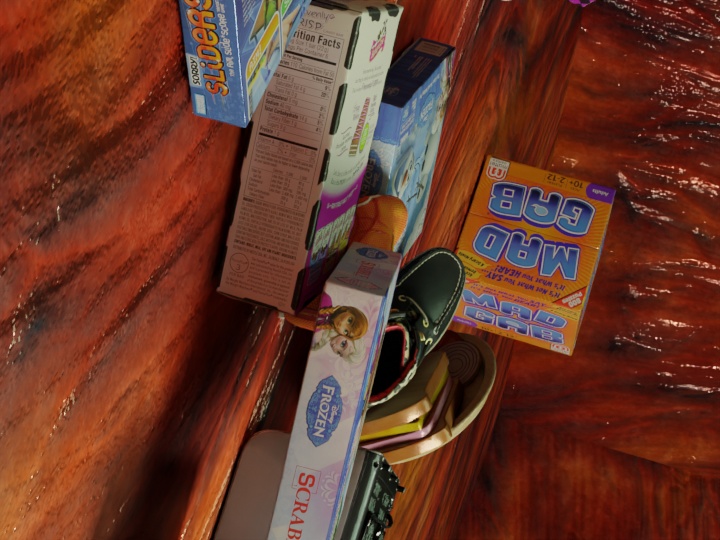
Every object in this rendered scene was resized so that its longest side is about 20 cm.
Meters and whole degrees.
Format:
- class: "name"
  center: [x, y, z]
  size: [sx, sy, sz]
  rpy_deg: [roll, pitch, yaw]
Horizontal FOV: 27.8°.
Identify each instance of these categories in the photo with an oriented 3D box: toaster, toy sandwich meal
- class: "toaster"
  center: [-0.047, 0.237, 1.201]
  size: [0.181, 0.118, 0.202]
  rpy_deg: [64, 42, -73]
- class: "toy sandwich meal"
  center: [0.039, 0.114, 1.425]
  size: [0.071, 0.204, 0.206]
  rpy_deg: [60, 35, -27]

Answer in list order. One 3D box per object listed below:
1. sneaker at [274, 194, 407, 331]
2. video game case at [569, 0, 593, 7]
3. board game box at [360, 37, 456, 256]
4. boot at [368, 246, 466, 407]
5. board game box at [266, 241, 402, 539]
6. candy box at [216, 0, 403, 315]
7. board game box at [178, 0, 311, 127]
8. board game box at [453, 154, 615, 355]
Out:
- class: "sneaker"
  center: [0.000, 0.000, 1.177]
  size: [0.200, 0.077, 0.074]
  rpy_deg: [-49, 155, -53]
- class: "video game case"
  center: [0.135, -0.341, 1.182]
  size: [0.036, 0.180, 0.202]
  rpy_deg: [173, -65, -75]
- class: "board game box"
  center: [0.031, -0.092, 1.347]
  size: [0.200, 0.043, 0.201]
  rpy_deg: [-54, 157, -61]
- class: "boot"
  center: [0.039, 0.053, 1.299]
  size: [0.204, 0.073, 0.154]
  rpy_deg: [-49, -179, -15]
- class: "board game box"
  center: [-0.017, 0.092, 0.983]
  size: [0.200, 0.041, 0.202]
  rpy_deg: [-62, 166, -80]
- class: "candy box"
  center: [-0.033, -0.085, 0.977]
  size: [0.136, 0.060, 0.202]
  rpy_deg: [-41, 146, -74]
- class: "board game box"
  center: [-0.047, -0.199, 0.811]
  size: [0.136, 0.034, 0.201]
  rpy_deg: [90, 18, -52]
- class: "board game box"
  center: [0.256, -0.021, 2.193]
  size: [0.200, 0.198, 0.201]
  rpy_deg: [79, 29, -68]
